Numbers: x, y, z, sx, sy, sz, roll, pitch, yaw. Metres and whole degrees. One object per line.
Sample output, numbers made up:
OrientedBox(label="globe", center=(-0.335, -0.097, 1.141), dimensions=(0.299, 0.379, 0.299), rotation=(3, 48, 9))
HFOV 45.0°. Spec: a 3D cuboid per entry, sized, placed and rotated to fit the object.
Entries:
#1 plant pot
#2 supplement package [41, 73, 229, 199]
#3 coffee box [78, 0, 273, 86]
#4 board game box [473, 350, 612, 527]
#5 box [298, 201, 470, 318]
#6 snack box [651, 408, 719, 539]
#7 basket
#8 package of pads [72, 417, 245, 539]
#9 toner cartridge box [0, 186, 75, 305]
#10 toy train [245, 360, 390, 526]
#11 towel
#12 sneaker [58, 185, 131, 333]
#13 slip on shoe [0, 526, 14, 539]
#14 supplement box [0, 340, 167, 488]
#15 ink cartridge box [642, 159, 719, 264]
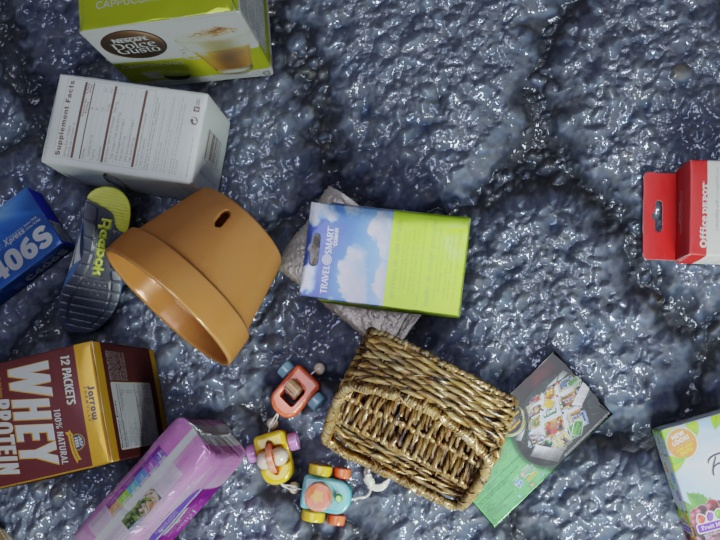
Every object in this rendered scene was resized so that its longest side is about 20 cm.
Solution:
OrientedBox(label="plant pot", center=(-0.191, -0.004, 1.059), dimensions=(0.199, 0.201, 0.141), rotation=(37, 71, 9))
OrientedBox(label="supplement package", center=(-0.284, -0.167, 1.117), dimensions=(0.196, 0.117, 0.120), rotation=(9, 83, 8))
OrientedBox(label="coffee box", center=(-0.229, -0.367, 1.097), dimensions=(0.196, 0.198, 0.204), rotation=(-5, 82, 5))
OrientedBox(label="board game box", center=(0.200, 0.205, 1.064), dimensions=(0.200, 0.023, 0.105), rotation=(-42, 81, -1))
OrientedBox(label="box", center=(0.031, -0.013, 1.064), dimensions=(0.196, 0.048, 0.124), rotation=(7, 84, 7))
OrientedBox(label="snack box", center=(0.464, 0.228, 1.017), dimensions=(0.197, 0.053, 0.145), rotation=(-17, 80, 4))
OrientedBox(label="basket", center=(0.065, 0.174, 0.992), dimensions=(0.198, 0.143, 0.151), rotation=(27, 80, 5))
OrientedBox(label="package of pads", center=(-0.237, 0.269, 1.046), dimensions=(0.076, 0.120, 0.201), rotation=(42, 91, 21))
OrientedBox(label="toner cartridge box", center=(-0.489, -0.011, 1.155), dimensions=(0.199, 0.043, 0.096), rotation=(-38, 79, 0))
OrientedBox(label="toy train", center=(-0.061, 0.217, 1.073), dimensions=(0.150, 0.056, 0.200), rotation=(-42, 80, 0))
OrientedBox(label="towel", center=(0.000, 0.000, 1.107), dimensions=(0.199, 0.034, 0.133), rotation=(36, 87, 10))
OrientedBox(label="sneaker", center=(-0.340, -0.016, 1.131), dimensions=(0.073, 0.082, 0.203), rotation=(16, 102, -19))
OrientedBox(label="slip on shoe", center=(-0.500, 0.333, 1.101), dimensions=(0.076, 0.061, 0.201), rotation=(-35, 80, 0))
OrientedBox(label="supplement box", center=(-0.360, 0.176, 1.037), dimensions=(0.194, 0.200, 0.135), rotation=(-13, 81, 4))
OrientedBox(label="ink cartridge box", center=(0.449, -0.069, 1.051), dimensions=(0.196, 0.067, 0.119), rotation=(2, 83, 6))
